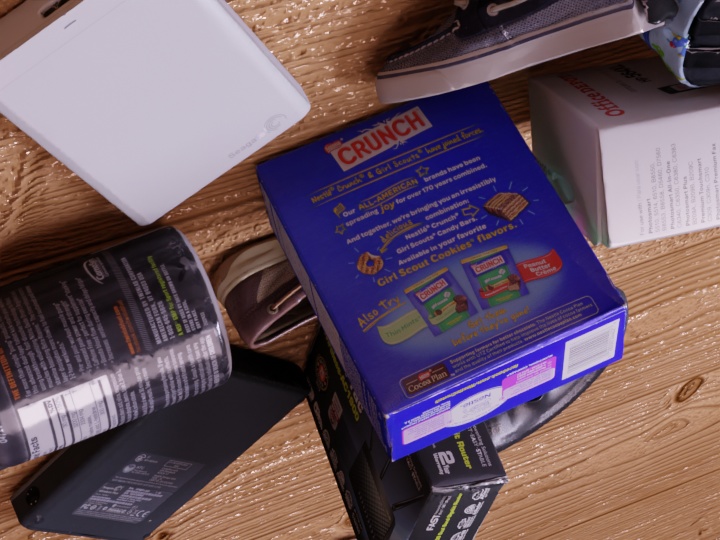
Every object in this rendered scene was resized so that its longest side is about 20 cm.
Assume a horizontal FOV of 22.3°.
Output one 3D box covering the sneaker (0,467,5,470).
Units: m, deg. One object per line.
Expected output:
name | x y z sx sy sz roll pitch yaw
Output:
sneaker | -0.246 0.101 1.221 0.198 0.077 0.091 -12 157 -18

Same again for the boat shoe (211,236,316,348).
boat shoe | 0.000 0.000 1.265 0.198 0.072 0.072 -19 149 -17

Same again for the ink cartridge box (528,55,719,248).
ink cartridge box | 0.225 -0.090 1.204 0.198 0.146 0.085 -11 110 -10

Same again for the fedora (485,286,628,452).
fedora | 0.109 0.059 1.427 0.200 0.092 0.201 -29 151 -18

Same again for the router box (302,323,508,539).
router box | 0.026 0.113 1.327 0.062 0.201 0.150 -7 144 -23

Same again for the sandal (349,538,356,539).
sandal | -0.013 0.322 1.769 0.082 0.050 0.203 -16 148 -22

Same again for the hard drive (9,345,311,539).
hard drive | -0.148 0.131 1.375 0.200 0.033 0.139 -41 148 20

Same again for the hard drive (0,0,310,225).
hard drive | -0.123 -0.106 1.043 0.131 0.026 0.200 -34 150 7

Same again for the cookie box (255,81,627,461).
cookie box | 0.050 -0.006 1.170 0.170 0.201 0.075 -23 151 -10

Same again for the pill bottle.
pill bottle | -0.189 0.054 1.133 0.198 0.107 0.107 -20 149 -15

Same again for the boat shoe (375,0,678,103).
boat shoe | 0.088 -0.167 1.103 0.198 0.094 0.075 -15 -175 27

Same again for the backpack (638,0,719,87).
backpack | 0.251 -0.195 1.138 0.200 0.154 0.164 -39 161 -26
